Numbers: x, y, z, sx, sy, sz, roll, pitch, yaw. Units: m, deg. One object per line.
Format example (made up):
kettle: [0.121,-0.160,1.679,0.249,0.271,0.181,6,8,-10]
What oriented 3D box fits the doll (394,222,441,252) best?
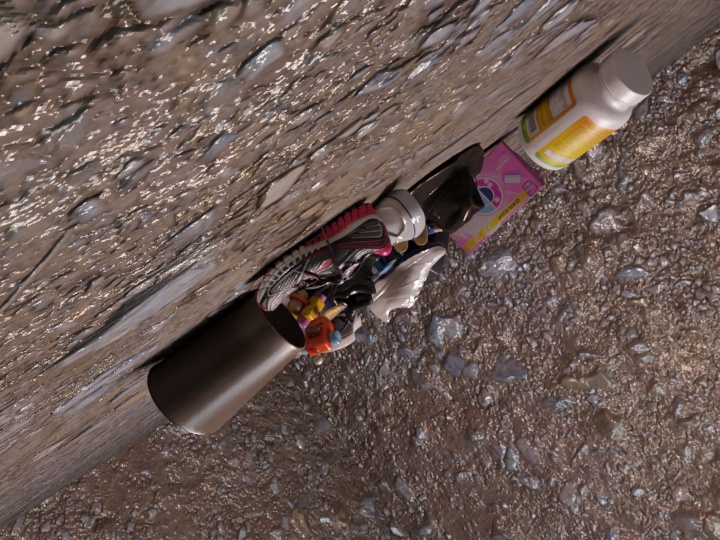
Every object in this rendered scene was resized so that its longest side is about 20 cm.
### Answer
doll: [0.099,-0.070,1.365,0.136,0.049,0.200,-19,-176,3]

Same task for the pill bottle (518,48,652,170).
pill bottle: [0.352,-0.253,1.099,0.111,0.111,0.200,-32,176,-36]

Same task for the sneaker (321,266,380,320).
sneaker: [-0.045,0.026,1.276,0.075,0.088,0.200,-39,-178,36]

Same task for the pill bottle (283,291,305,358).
pill bottle: [-0.143,0.112,1.342,0.116,0.116,0.200,-33,177,-17]

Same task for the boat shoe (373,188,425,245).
boat shoe: [0.039,-0.061,1.028,0.067,0.074,0.200,-37,178,-13]

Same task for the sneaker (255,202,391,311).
sneaker: [-0.052,-0.006,0.922,0.199,0.075,0.081,-35,177,9]

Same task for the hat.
hat: [0.157,-0.112,1.171,0.200,0.081,0.201,-35,164,-11]

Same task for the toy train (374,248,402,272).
toy train: [0.031,-0.021,1.475,0.114,0.087,0.200,-43,173,27]

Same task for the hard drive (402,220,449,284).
hard drive: [0.138,-0.055,1.471,0.135,0.042,0.201,-41,-150,51]

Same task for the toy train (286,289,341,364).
toy train: [-0.124,0.093,1.144,0.199,0.056,0.151,-16,-139,24]

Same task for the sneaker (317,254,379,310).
sneaker: [0.000,0.000,1.209,0.076,0.115,0.199,-35,179,43]

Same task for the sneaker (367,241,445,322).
sneaker: [0.092,0.019,1.361,0.200,0.087,0.075,-40,-176,18]

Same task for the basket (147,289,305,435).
basket: [-0.193,0.134,1.061,0.200,0.136,0.180,-40,164,12]

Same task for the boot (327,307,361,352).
boot: [-0.050,0.088,1.334,0.072,0.091,0.200,-17,-172,9]

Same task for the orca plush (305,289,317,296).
orca plush: [-0.109,0.050,1.494,0.200,0.071,0.106,-120,-139,-84]

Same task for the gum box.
gum box: [0.242,-0.142,1.326,0.200,0.114,0.066,-44,179,18]
